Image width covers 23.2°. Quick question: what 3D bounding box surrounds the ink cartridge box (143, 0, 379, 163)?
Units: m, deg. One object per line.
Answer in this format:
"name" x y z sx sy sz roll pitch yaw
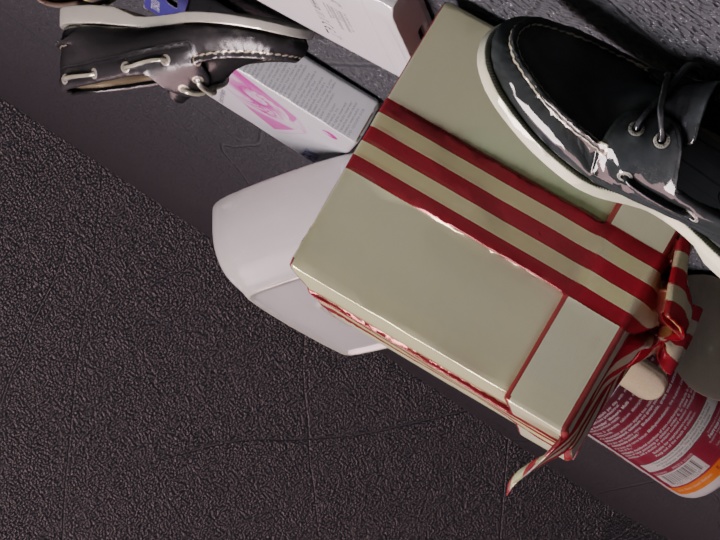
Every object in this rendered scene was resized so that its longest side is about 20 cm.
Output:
"ink cartridge box" -0.087 -0.148 1.309 0.199 0.044 0.196 31 175 -3

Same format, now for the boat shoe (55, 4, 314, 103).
"boat shoe" -0.120 -0.142 1.165 0.198 0.061 0.074 6 -179 26

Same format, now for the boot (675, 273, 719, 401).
"boot" 0.237 0.041 1.152 0.075 0.074 0.200 13 -173 -25

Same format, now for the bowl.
"bowl" 0.000 0.000 1.357 0.198 0.075 0.199 -15 147 38

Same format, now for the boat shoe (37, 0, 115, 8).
"boat shoe" -0.181 -0.208 1.173 0.072 0.060 0.200 41 171 -22

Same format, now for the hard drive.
"hard drive" -0.050 -0.172 0.965 0.199 0.027 0.132 30 174 16

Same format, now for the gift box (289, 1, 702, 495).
"gift box" 0.084 0.004 0.927 0.186 0.201 0.185 29 179 13

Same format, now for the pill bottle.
"pill bottle" 0.210 0.086 1.378 0.199 0.110 0.109 34 174 -19

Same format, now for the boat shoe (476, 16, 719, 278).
"boat shoe" 0.143 -0.054 0.760 0.199 0.075 0.066 40 146 -2

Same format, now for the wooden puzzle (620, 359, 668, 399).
"wooden puzzle" 0.087 0.022 1.178 0.184 0.037 0.200 33 177 -33
